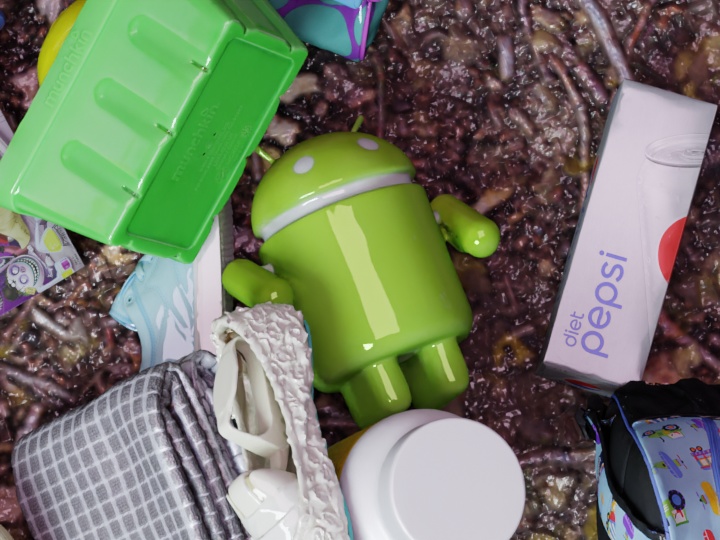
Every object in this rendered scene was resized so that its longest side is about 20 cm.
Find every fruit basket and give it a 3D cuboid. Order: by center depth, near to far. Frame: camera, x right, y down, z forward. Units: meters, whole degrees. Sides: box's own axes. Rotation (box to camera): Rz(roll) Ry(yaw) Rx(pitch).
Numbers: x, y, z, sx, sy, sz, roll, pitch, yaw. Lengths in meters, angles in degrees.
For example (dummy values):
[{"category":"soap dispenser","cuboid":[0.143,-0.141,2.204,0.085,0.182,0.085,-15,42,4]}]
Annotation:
[{"category":"fruit basket","cuboid":[-0.154,-0.124,1.558,0.215,0.155,0.217,-6,79,31]}]

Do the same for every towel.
[{"category":"towel","cuboid":[-0.123,0.168,1.524,0.085,0.165,0.201,-16,81,-48]}]

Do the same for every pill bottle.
[{"category":"pill bottle","cuboid":[0.028,0.147,1.500,0.112,0.200,0.113,4,77,-16]}]

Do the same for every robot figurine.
[{"category":"robot figurine","cuboid":[0.000,0.000,1.578,0.175,0.116,0.201,-17,78,-20]}]

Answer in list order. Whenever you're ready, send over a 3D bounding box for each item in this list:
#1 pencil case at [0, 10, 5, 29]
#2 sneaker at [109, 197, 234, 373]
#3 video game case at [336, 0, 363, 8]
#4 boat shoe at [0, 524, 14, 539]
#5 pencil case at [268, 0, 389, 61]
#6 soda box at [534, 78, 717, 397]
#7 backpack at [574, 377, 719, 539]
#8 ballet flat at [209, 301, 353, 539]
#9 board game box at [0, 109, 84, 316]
[{"category":"pencil case","cuboid":[-0.320,-0.121,1.616,0.087,0.078,0.200,28,78,47]},{"category":"sneaker","cuboid":[-0.126,0.005,1.599,0.081,0.074,0.201,-2,75,4]},{"category":"video game case","cuboid":[-0.035,-0.252,1.608,0.143,0.018,0.200,23,39,4]},{"category":"boat shoe","cuboid":[-0.209,0.236,1.526,0.072,0.065,0.201,-13,109,22]},{"category":"pencil case","cuboid":[-0.074,-0.212,1.628,0.199,0.092,0.085,22,74,2]},{"category":"soda box","cuboid":[0.175,-0.019,1.610,0.068,0.063,0.201,17,80,2]},{"category":"backpack","cuboid":[0.212,0.171,1.489,0.134,0.200,0.184,-5,102,-2]},{"category":"ballet flat","cuboid":[-0.055,0.111,1.451,0.071,0.072,0.201,-11,64,-2]},{"category":"board game box","cuboid":[-0.277,-0.060,1.582,0.120,0.032,0.201,-31,107,-11]}]
